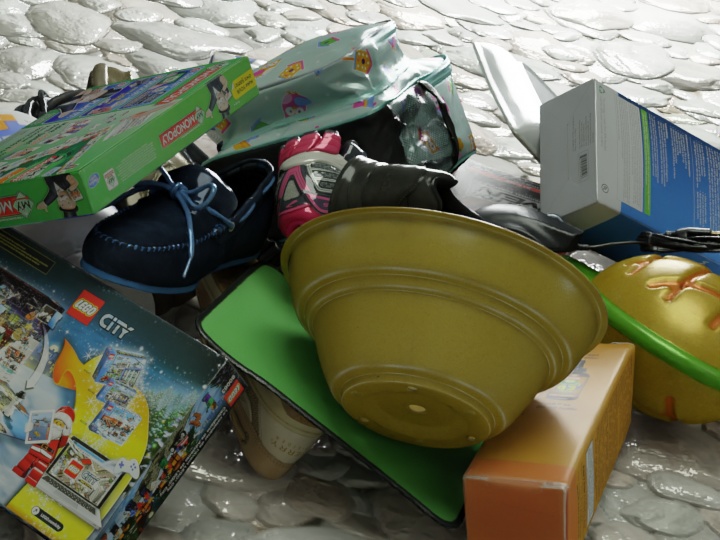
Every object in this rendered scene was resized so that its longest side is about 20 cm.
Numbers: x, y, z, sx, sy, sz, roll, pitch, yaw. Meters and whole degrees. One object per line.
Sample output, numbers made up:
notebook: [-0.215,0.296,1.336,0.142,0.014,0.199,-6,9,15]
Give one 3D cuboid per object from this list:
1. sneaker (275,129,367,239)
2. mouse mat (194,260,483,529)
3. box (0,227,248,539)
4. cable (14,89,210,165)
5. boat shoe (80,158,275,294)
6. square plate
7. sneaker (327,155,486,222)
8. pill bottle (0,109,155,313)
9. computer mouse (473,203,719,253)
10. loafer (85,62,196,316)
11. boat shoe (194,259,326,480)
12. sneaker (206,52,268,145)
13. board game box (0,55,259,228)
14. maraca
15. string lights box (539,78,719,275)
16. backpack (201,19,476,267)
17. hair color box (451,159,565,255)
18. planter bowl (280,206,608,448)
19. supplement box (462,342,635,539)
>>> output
sneaker: [0.000,0.000,1.291,0.080,0.200,0.075,-19,42,27]
mouse mat: [-0.005,0.073,1.203,0.199,0.008,0.161,37,20,2]
box: [-0.181,0.069,1.116,0.199,0.038,0.137,29,74,29]
cable: [-0.202,-0.078,1.477,0.162,0.051,0.200,-15,41,-34]
boat shoe: [-0.113,-0.037,1.198,0.084,0.069,0.200,23,18,10]
square plate: [0.173,-0.088,1.539,0.198,0.028,0.200,43,15,-23]
sneaker: [0.056,0.010,1.230,0.090,0.200,0.076,1,51,37]
pill bottle: [-0.210,-0.015,1.270,0.111,0.113,0.200,-5,32,-30]
computer mouse: [0.163,-0.029,1.353,0.198,0.034,0.059,1,0,1]
loafer: [-0.148,-0.059,1.367,0.067,0.076,0.201,-8,64,-23]
boat shoe: [-0.076,0.051,1.241,0.071,0.065,0.200,22,24,-30]
sneaker: [-0.035,-0.129,1.615,0.198,0.081,0.115,17,23,-6]
board game box: [-0.166,-0.077,1.191,0.134,0.029,0.200,-6,21,31]
maraca: [0.205,0.038,1.347,0.137,0.107,0.200,26,10,-33]
string lights box: [0.222,-0.054,1.450,0.199,0.059,0.104,24,57,-36]
backpack: [-0.011,-0.101,1.455,0.175,0.154,0.200,-18,3,29]
hair color box: [0.094,-0.010,1.443,0.101,0.062,0.200,18,28,9]
planter bowl: [0.041,0.049,1.136,0.199,0.201,0.084,13,63,2]
supplement box: [0.121,0.111,1.205,0.066,0.069,0.200,3,26,19]
